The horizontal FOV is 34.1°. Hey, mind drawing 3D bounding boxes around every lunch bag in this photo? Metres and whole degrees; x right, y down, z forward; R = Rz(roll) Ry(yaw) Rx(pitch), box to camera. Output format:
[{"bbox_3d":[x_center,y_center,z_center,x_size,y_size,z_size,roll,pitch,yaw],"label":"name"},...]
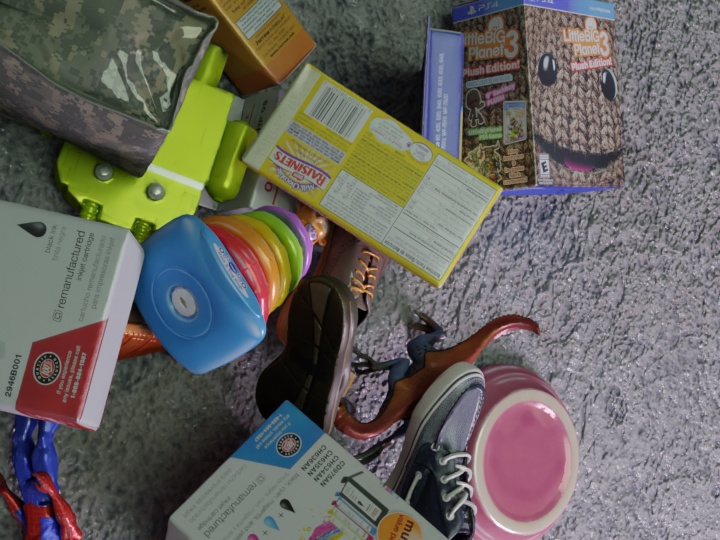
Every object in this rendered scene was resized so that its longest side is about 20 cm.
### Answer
[{"bbox_3d":[-0.226,-0.168,0.878,0.200,0.164,0.118,23,76,-13],"label":"lunch bag"}]

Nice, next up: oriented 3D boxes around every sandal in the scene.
[{"bbox_3d":[-0.036,0.077,0.994,0.055,0.082,0.200,-29,147,-42],"label":"sandal"}]

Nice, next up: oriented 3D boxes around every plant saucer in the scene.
[{"bbox_3d":[0.160,0.199,1.235,0.200,0.051,0.201,2,86,-35],"label":"plant saucer"}]

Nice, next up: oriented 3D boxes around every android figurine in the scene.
[{"bbox_3d":[-0.183,-0.113,0.994,0.182,0.041,0.200,22,73,-16],"label":"android figurine"}]

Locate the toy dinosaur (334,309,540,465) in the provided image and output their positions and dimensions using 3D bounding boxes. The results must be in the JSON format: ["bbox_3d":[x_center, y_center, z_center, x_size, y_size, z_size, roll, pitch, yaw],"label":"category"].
[{"bbox_3d":[0.047,0.097,1.107,0.105,0.200,0.181,54,27,-3],"label":"toy dinosaur"}]

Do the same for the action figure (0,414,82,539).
[{"bbox_3d":[-0.258,0.168,0.932,0.052,0.065,0.200,-13,94,-57],"label":"action figure"}]

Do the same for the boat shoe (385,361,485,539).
[{"bbox_3d":[0.081,0.189,1.067,0.075,0.093,0.200,10,109,-46],"label":"boat shoe"}]

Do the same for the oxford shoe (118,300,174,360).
[{"bbox_3d":[-0.186,0.033,0.987,0.200,0.071,0.073,8,67,-41],"label":"oxford shoe"}]

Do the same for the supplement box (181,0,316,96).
[{"bbox_3d":[-0.131,-0.254,1.042,0.200,0.067,0.069,50,62,-23],"label":"supplement box"}]

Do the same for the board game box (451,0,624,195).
[{"bbox_3d":[0.189,-0.182,1.235,0.159,0.097,0.200,-4,90,-43],"label":"board game box"}]

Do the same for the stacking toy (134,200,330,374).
[{"bbox_3d":[-0.083,-0.011,0.971,0.200,0.110,0.116,-34,93,-50],"label":"stacking toy"}]

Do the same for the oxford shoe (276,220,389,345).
[{"bbox_3d":[0.000,0.000,1.048,0.071,0.073,0.200,21,104,-32],"label":"oxford shoe"}]

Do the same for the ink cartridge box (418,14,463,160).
[{"bbox_3d":[0.075,-0.118,1.113,0.047,0.200,0.198,3,86,0],"label":"ink cartridge box"}]

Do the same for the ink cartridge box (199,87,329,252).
[{"bbox_3d":[-0.057,-0.090,1.084,0.200,0.067,0.116,20,78,-33],"label":"ink cartridge box"}]

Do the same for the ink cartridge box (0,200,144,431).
[{"bbox_3d":[-0.276,0.023,0.855,0.200,0.084,0.144,12,78,1],"label":"ink cartridge box"}]

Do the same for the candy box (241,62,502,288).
[{"bbox_3d":[0.010,-0.080,0.995,0.200,0.026,0.102,33,87,1],"label":"candy box"}]

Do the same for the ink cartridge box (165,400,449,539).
[{"bbox_3d":[-0.042,0.245,0.978,0.200,0.145,0.147,39,59,12],"label":"ink cartridge box"}]
